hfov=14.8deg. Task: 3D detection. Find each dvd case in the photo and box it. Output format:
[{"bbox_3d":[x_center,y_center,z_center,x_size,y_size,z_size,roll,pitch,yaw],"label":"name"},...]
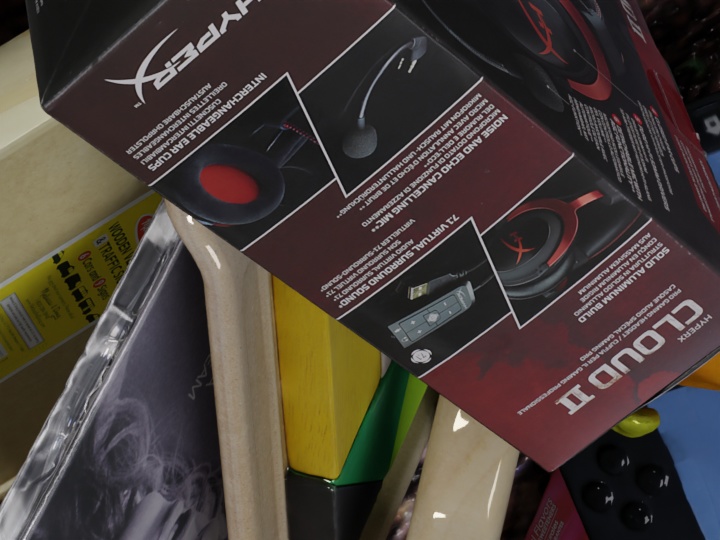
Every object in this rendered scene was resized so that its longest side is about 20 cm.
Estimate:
[{"bbox_3d":[-0.050,0.063,0.844,0.149,0.016,0.200,-63,159,-10],"label":"dvd case"}]

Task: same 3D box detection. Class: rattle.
[{"bbox_3d":[0.067,0.096,0.842,0.143,0.200,0.130,22,140,-10],"label":"rattle"}]

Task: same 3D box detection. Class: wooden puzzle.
[{"bbox_3d":[0.000,0.000,0.831,0.185,0.037,0.200,-64,155,-43],"label":"wooden puzzle"}]

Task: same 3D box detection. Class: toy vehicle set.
[{"bbox_3d":[-0.089,-0.002,0.810,0.124,0.027,0.200,-32,157,-8],"label":"toy vehicle set"}]

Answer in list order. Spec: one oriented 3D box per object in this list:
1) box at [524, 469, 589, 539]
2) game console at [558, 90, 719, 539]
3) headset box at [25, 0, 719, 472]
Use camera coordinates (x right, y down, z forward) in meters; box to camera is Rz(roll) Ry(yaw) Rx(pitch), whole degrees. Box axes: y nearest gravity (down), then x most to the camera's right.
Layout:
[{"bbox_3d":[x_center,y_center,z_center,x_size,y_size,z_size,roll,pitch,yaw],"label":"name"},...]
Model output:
[{"bbox_3d":[0.145,0.062,1.013,0.100,0.095,0.200,-3,124,-38],"label":"box"},{"bbox_3d":[0.148,0.024,0.906,0.200,0.031,0.177,-21,101,26],"label":"game console"},{"bbox_3d":[0.010,-0.054,0.688,0.075,0.149,0.200,-39,128,20],"label":"headset box"}]
